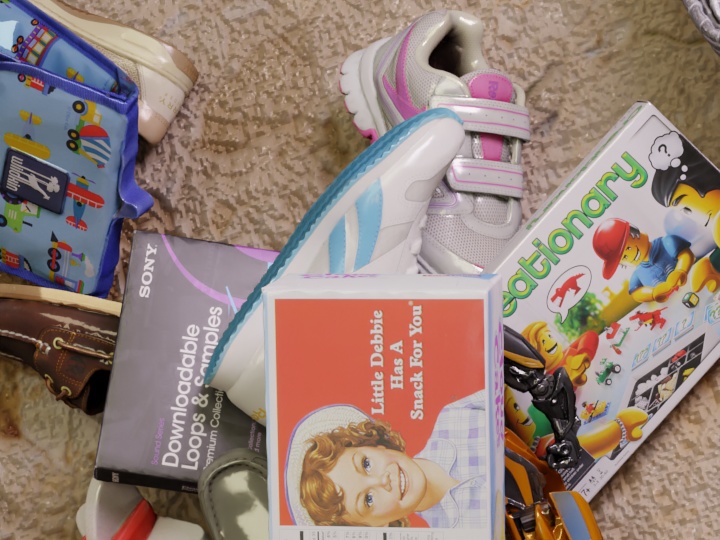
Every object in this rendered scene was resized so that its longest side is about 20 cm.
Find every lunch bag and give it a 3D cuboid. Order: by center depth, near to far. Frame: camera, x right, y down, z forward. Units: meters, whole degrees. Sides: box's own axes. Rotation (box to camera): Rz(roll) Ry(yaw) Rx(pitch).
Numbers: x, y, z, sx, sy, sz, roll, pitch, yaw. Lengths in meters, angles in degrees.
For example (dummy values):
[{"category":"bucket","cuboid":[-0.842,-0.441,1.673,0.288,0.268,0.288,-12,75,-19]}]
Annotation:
[{"category":"lunch bag","cuboid":[-0.207,-0.078,1.526,0.200,0.094,0.151,28,126,20]}]

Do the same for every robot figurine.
[{"category":"robot figurine","cuboid":[0.061,0.127,1.340,0.145,0.058,0.201,-21,102,12]}]

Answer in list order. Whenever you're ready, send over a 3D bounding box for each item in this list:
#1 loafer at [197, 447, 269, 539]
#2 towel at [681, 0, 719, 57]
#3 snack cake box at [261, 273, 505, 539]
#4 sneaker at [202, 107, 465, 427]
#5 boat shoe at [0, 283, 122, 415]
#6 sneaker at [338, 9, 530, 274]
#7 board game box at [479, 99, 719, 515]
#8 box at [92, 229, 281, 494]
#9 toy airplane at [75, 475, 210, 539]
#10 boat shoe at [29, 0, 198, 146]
[{"category":"loafer","cuboid":[-0.022,0.184,1.357,0.070,0.070,0.200,-36,87,6]},{"category":"towel","cuboid":[0.218,-0.185,1.394,0.085,0.166,0.201,-21,64,19]},{"category":"snack cake box","cuboid":[0.013,0.103,1.273,0.115,0.067,0.201,0,97,10]},{"category":"sneaker","cuboid":[0.000,0.000,1.386,0.081,0.077,0.200,36,91,-7]},{"category":"boat shoe","cuboid":[-0.154,0.051,1.494,0.199,0.070,0.071,6,76,22]},{"category":"sneaker","cuboid":[0.055,-0.068,1.439,0.088,0.081,0.201,-46,56,39]},{"category":"board game box","cuboid":[0.132,0.022,1.382,0.126,0.035,0.200,42,88,-8]},{"category":"box","cuboid":[-0.043,0.061,1.426,0.199,0.036,0.144,8,72,-1]},{"category":"toy airplane","cuboid":[-0.175,0.196,1.405,0.200,0.141,0.200,-35,48,16]},{"category":"boat shoe","cuboid":[-0.200,-0.134,1.584,0.199,0.071,0.065,21,78,25]}]
